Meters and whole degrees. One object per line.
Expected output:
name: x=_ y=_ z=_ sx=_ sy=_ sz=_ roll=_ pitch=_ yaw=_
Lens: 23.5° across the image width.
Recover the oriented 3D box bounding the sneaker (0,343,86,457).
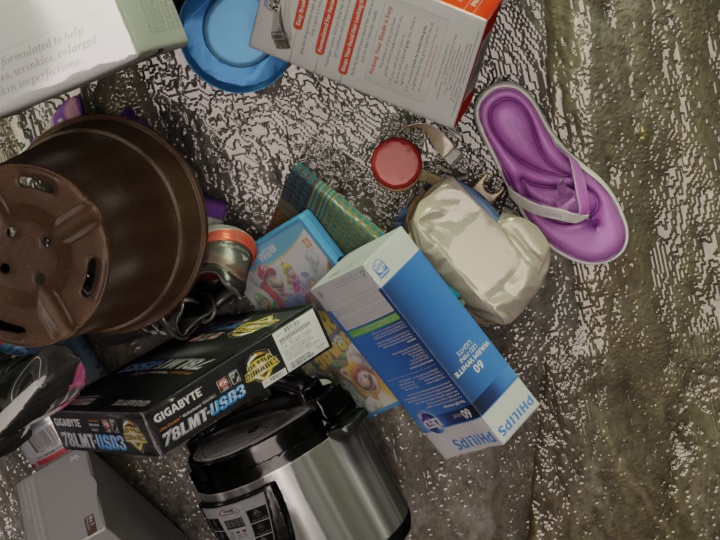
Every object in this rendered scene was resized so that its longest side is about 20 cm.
sneaker: x=-0.320 y=0.105 z=1.532 sx=0.200 sy=0.080 sz=0.087 roll=-37 pitch=81 yaw=43

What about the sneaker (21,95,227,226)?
sneaker: x=-0.212 y=-0.102 z=1.620 sx=0.199 sy=0.080 sz=0.089 roll=24 pitch=86 yaw=-5

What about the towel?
towel: x=0.000 y=0.000 z=1.589 sx=0.200 sy=0.147 sz=0.022 roll=42 pitch=58 yaw=8

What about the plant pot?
plant pot: x=-0.252 y=-0.028 z=1.483 sx=0.198 sy=0.198 sz=0.203 roll=2 pitch=98 yaw=11

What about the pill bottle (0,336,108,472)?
pill bottle: x=-0.313 y=0.085 z=1.643 sx=0.108 sy=0.109 sz=0.201 roll=-31 pitch=99 yaw=8

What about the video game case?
video game case: x=-0.030 y=0.048 z=1.623 sx=0.201 sy=0.018 sz=0.143 roll=53 pitch=142 yaw=-7

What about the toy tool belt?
toy tool belt: x=0.083 y=-0.039 z=1.599 sx=0.200 sy=0.123 sz=0.125 roll=45 pitch=89 yaw=-1

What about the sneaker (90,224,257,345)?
sneaker: x=-0.184 y=0.029 z=1.614 sx=0.199 sy=0.082 sz=0.077 roll=-31 pitch=129 yaw=28

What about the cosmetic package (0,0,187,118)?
cosmetic package: x=-0.250 y=-0.216 z=1.328 sx=0.163 sy=0.200 sz=0.166 roll=-21 pitch=98 yaw=9

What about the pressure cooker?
pressure cooker: x=-0.066 y=0.192 z=1.623 sx=0.175 sy=0.179 sz=0.201 roll=-28 pitch=100 yaw=-7

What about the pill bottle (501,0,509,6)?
pill bottle: x=0.061 y=-0.315 z=1.540 sx=0.113 sy=0.113 sz=0.201 roll=-35 pitch=98 yaw=9

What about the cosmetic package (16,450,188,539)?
cosmetic package: x=-0.231 y=0.264 z=1.629 sx=0.090 sy=0.107 sz=0.200 roll=-32 pitch=135 yaw=9

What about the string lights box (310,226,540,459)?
string lights box: x=0.055 y=0.067 z=1.522 sx=0.059 sy=0.103 sz=0.200 roll=-44 pitch=100 yaw=-30

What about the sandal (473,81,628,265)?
sandal: x=0.173 y=-0.083 z=1.614 sx=0.082 sy=0.050 sz=0.203 roll=-39 pitch=97 yaw=10

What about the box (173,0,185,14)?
box: x=-0.183 y=-0.318 z=1.507 sx=0.123 sy=0.200 sz=0.198 roll=32 pitch=101 yaw=-3

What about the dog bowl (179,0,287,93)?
dog bowl: x=-0.078 y=-0.253 z=1.589 sx=0.200 sy=0.050 sz=0.112 roll=-42 pitch=101 yaw=10

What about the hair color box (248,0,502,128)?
hair color box: x=0.013 y=-0.216 z=1.503 sx=0.198 sy=0.064 sz=0.112 roll=22 pitch=125 yaw=7

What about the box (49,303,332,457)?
box: x=-0.155 y=0.098 z=1.553 sx=0.198 sy=0.199 sz=0.050 roll=-29 pitch=102 yaw=-31
